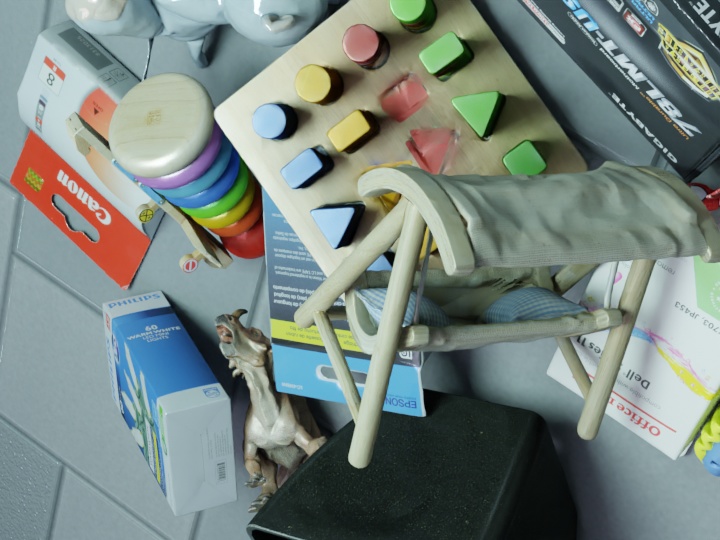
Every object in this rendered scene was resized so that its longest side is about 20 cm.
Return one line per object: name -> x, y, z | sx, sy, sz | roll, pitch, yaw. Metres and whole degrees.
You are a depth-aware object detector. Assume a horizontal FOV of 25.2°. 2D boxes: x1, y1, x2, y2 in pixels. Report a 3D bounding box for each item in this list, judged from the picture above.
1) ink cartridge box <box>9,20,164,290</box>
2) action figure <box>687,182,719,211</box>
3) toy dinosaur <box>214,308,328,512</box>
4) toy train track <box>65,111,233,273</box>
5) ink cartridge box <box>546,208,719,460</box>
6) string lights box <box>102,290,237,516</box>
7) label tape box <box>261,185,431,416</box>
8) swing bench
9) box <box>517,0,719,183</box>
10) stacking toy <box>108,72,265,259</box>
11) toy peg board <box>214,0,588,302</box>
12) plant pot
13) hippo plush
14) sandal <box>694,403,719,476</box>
ink cartridge box -> -0.241, -0.092, 1.411 | 0.162, 0.050, 0.201 | 41, 128, 11
action figure -> 0.291, -0.023, 1.013 | 0.198, 0.099, 0.066 | 12, 118, 25
toy dinosaur -> -0.067, 0.124, 1.374 | 0.201, 0.085, 0.137 | 87, 171, -57
toy train track -> -0.170, -0.053, 1.270 | 0.200, 0.032, 0.115 | 45, -174, -45
ink cartridge box -> 0.211, 0.048, 1.141 | 0.116, 0.067, 0.201 | 33, 129, 17
string lights box -> -0.165, 0.110, 1.390 | 0.200, 0.058, 0.104 | -133, 36, -55
label tape box -> 0.000, 0.000, 1.253 | 0.142, 0.066, 0.203 | 7, 109, 33
swing bench -> 0.090, 0.009, 1.035 | 0.131, 0.197, 0.201 | 66, 145, 36
box -> 0.173, -0.160, 0.998 | 0.200, 0.050, 0.199 | 49, 170, 5
stacking toy -> -0.119, -0.068, 1.265 | 0.085, 0.086, 0.200 | 18, 161, 27
toy peg board -> 0.023, -0.091, 1.120 | 0.198, 0.098, 0.201 | -36, 89, 8
plant pot -> 0.062, 0.206, 1.240 | 0.198, 0.178, 0.201 | 8, 139, 32
hippo plush -> -0.111, -0.210, 1.178 | 0.159, 0.159, 0.202 | 14, 121, 30
sandal -> 0.306, 0.090, 1.091 | 0.087, 0.079, 0.200 | 45, 133, 2
